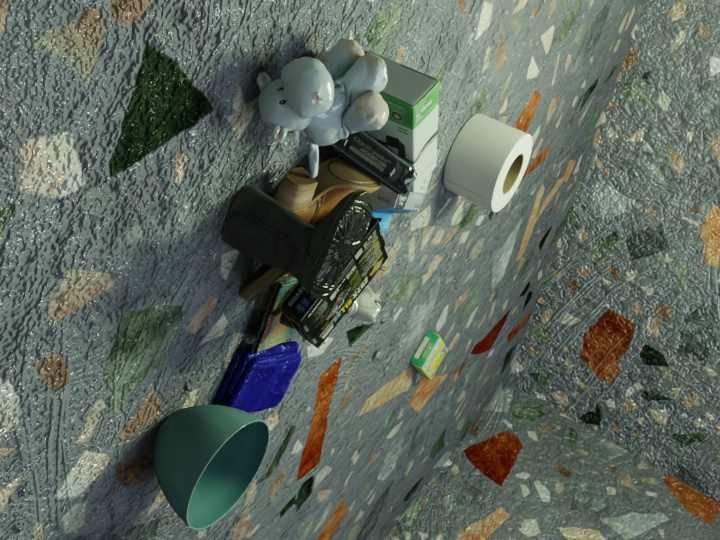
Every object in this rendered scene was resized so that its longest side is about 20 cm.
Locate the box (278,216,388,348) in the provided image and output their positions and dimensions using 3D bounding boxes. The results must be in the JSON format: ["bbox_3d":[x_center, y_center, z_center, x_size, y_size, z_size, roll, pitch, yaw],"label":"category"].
[{"bbox_3d":[-0.037,0.015,1.245,0.201,0.049,0.160,-52,163,-11],"label":"box"}]

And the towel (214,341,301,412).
[{"bbox_3d":[-0.186,0.208,1.465,0.200,0.049,0.149,4,111,-66],"label":"towel"}]

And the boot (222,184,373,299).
[{"bbox_3d":[-0.095,-0.074,1.140,0.183,0.199,0.072,-57,145,4],"label":"boot"}]

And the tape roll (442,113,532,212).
[{"bbox_3d":[0.310,-0.260,1.891,0.203,0.138,0.204,-48,154,-33],"label":"tape roll"}]

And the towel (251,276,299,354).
[{"bbox_3d":[-0.127,0.072,1.441,0.148,0.022,0.200,-69,164,15],"label":"towel"}]

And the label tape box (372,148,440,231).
[{"bbox_3d":[0.082,-0.165,1.582,0.143,0.066,0.202,-5,114,-65],"label":"label tape box"}]

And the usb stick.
[{"bbox_3d":[0.006,-0.195,1.278,0.056,0.199,0.033,-57,-158,0],"label":"usb stick"}]

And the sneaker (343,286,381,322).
[{"bbox_3d":[-0.001,0.060,1.538,0.200,0.080,0.076,-89,-164,-77],"label":"sneaker"}]

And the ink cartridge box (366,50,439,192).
[{"bbox_3d":[0.054,-0.250,1.335,0.083,0.146,0.201,-49,153,-28],"label":"ink cartridge box"}]

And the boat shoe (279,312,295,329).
[{"bbox_3d":[-0.090,0.053,1.394,0.200,0.074,0.074,-42,144,-72],"label":"boat shoe"}]

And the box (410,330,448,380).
[{"bbox_3d":[0.218,0.268,2.419,0.118,0.048,0.200,-58,155,-10],"label":"box"}]

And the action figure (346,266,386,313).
[{"bbox_3d":[0.000,0.000,1.422,0.201,0.098,0.066,-84,178,-55],"label":"action figure"}]

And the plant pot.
[{"bbox_3d":[-0.264,0.302,1.291,0.200,0.134,0.201,-47,154,-31],"label":"plant pot"}]

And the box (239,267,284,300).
[{"bbox_3d":[-0.095,-0.027,1.285,0.199,0.021,0.163,-32,-176,46],"label":"box"}]

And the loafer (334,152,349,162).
[{"bbox_3d":[-0.019,-0.172,1.353,0.072,0.062,0.202,-86,-169,-55],"label":"loafer"}]

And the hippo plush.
[{"bbox_3d":[-0.074,-0.255,1.113,0.199,0.161,0.160,-27,160,39],"label":"hippo plush"}]

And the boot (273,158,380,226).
[{"bbox_3d":[-0.067,-0.098,1.289,0.199,0.077,0.156,-17,145,-42],"label":"boot"}]
